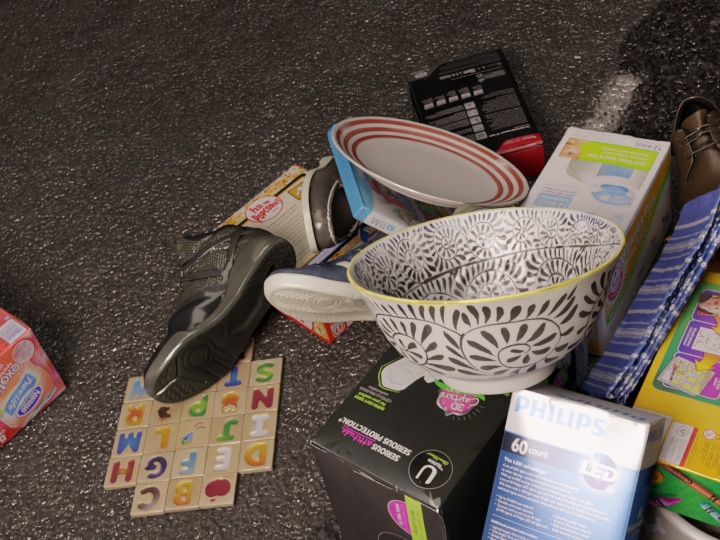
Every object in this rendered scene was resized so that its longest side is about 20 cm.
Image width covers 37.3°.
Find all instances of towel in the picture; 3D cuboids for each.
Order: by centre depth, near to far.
[{"bbox_3d":[0.246,0.020,0.895,0.024,0.145,0.201,31,89,3],"label":"towel"}]

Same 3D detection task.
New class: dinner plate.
[{"bbox_3d":[0.065,-0.100,1.033,0.197,0.025,0.201,15,25,-7],"label":"dinner plate"}]

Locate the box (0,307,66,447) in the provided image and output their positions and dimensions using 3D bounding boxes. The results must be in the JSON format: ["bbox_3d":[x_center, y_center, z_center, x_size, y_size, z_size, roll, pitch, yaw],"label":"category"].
[{"bbox_3d":[-0.413,0.087,1.106,0.199,0.095,0.103,24,56,35],"label":"box"}]

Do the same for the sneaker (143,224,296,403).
[{"bbox_3d":[-0.160,0.036,1.072,0.114,0.076,0.201,25,77,42],"label":"sneaker"}]

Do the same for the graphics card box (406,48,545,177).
[{"bbox_3d":[0.131,-0.174,1.242,0.124,0.051,0.201,-15,44,2],"label":"graphics card box"}]

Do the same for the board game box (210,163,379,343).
[{"bbox_3d":[-0.053,-0.025,1.147,0.151,0.047,0.199,-41,48,-24],"label":"board game box"}]

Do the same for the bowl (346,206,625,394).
[{"bbox_3d":[0.095,0.028,0.773,0.198,0.096,0.201,-10,18,3],"label":"bowl"}]

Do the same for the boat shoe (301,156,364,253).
[{"bbox_3d":[-0.017,-0.073,1.064,0.060,0.073,0.202,-4,22,9],"label":"boat shoe"}]

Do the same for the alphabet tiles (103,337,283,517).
[{"bbox_3d":[-0.159,0.146,1.032,0.164,0.006,0.202,-8,44,9],"label":"alphabet tiles"}]

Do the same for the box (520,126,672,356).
[{"bbox_3d":[0.218,-0.031,1.029,0.111,0.102,0.201,14,51,30],"label":"box"}]

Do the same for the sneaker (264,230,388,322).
[{"bbox_3d":[0.000,0.000,1.035,0.197,0.075,0.086,4,65,-23],"label":"sneaker"}]

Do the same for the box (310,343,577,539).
[{"bbox_3d":[0.077,0.136,0.865,0.123,0.150,0.200,22,53,33],"label":"box"}]

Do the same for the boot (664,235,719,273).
[{"bbox_3d":[0.362,-0.051,1.031,0.142,0.071,0.203,-14,41,8],"label":"boot"}]

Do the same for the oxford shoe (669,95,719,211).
[{"bbox_3d":[0.325,-0.101,1.010,0.072,0.085,0.201,-23,29,19],"label":"oxford shoe"}]

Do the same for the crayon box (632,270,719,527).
[{"bbox_3d":[0.285,0.096,0.823,0.118,0.059,0.201,15,51,29],"label":"crayon box"}]

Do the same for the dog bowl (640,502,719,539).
[{"bbox_3d":[0.307,0.162,0.835,0.197,0.059,0.202,-9,44,9],"label":"dog bowl"}]

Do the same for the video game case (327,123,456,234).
[{"bbox_3d":[0.061,-0.063,1.066,0.018,0.198,0.144,-49,34,26],"label":"video game case"}]

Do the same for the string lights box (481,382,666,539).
[{"bbox_3d":[0.143,0.191,0.764,0.102,0.059,0.203,14,94,28],"label":"string lights box"}]

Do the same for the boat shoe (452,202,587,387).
[{"bbox_3d":[0.142,0.022,0.936,0.071,0.201,0.062,-28,25,3],"label":"boat shoe"}]
